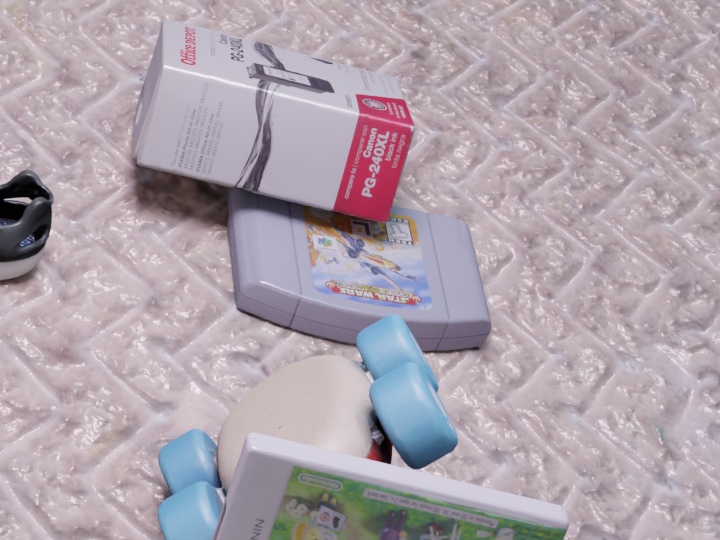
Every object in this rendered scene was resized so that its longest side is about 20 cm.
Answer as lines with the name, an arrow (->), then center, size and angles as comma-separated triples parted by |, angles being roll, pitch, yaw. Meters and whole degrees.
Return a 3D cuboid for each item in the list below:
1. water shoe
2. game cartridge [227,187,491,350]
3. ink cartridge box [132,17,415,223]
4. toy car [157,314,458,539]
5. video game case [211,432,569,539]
water shoe -> -0.309, -0.038, 1.477 | 0.198, 0.079, 0.072 | -5, 46, -31
game cartridge -> 0.000, 0.000, 1.628 | 0.198, 0.042, 0.134 | 9, 36, -18
ink cartridge box -> -0.069, -0.117, 1.652 | 0.198, 0.084, 0.145 | 14, 19, -10
toy car -> -0.003, 0.169, 1.368 | 0.201, 0.183, 0.177 | 60, 4, -18
video game case -> 0.002, 0.197, 1.282 | 0.198, 0.183, 0.022 | 14, 26, -12
